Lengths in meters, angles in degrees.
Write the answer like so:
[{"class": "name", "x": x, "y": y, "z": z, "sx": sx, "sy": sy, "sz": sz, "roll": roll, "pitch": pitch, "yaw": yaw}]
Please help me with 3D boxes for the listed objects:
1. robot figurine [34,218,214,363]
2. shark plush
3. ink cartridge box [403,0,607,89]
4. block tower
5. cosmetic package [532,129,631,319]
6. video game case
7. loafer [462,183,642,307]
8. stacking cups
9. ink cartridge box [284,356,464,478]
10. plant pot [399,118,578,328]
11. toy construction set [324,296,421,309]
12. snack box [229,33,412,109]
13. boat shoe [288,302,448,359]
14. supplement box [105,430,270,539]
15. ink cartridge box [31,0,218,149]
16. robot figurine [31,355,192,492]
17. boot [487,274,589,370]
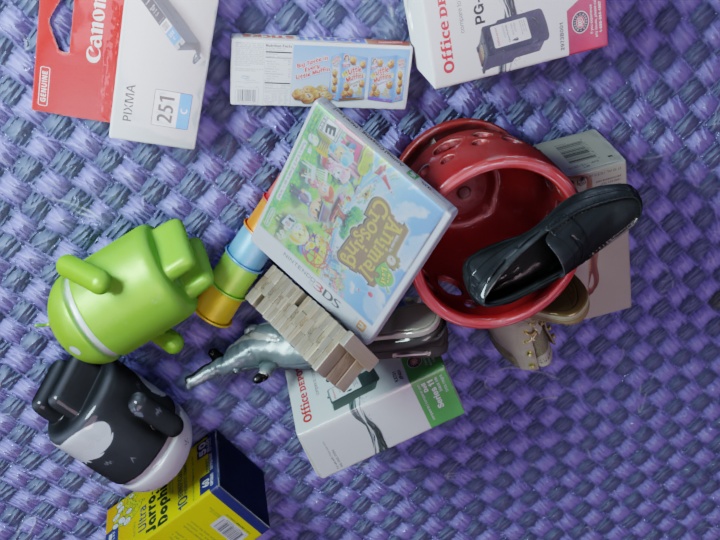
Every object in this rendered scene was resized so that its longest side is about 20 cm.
[{"class": "robot figurine", "x": -0.265, "y": 0.027, "z": 1.034, "sx": 0.198, "sy": 0.117, "sz": 0.176, "roll": -30, "pitch": 146, "yaw": 6}, {"class": "shark plush", "x": -0.121, "y": 0.101, "z": 1.120, "sx": 0.196, "sy": 0.084, "sz": 0.092, "roll": -8, "pitch": 131, "yaw": -6}, {"class": "ink cartridge box", "x": 0.149, "y": -0.291, "z": 0.959, "sx": 0.197, "sy": 0.085, "sz": 0.147, "roll": -15, "pitch": 121, "yaw": -3}, {"class": "block tower", "x": -0.061, "y": 0.062, "z": 1.020, "sx": 0.058, "sy": 0.199, "sz": 0.054, "roll": -49, "pitch": 129, "yaw": -5}, {"class": "cosmetic package", "x": 0.269, "y": -0.053, "z": 1.111, "sx": 0.086, "sy": 0.104, "sz": 0.203, "roll": -14, "pitch": 120, "yaw": -3}, {"class": "video game case", "x": -0.015, "y": -0.046, "z": 0.953, "sx": 0.182, "sy": 0.022, "sz": 0.201, "roll": 41, "pitch": 129, "yaw": 11}, {"class": "loafer", "x": 0.199, "y": -0.020, "z": 0.922, "sx": 0.198, "sy": 0.071, "sz": 0.069, "roll": -28, "pitch": 120, "yaw": 3}, {"class": "stacking cups", "x": -0.126, "y": -0.027, "z": 1.065, "sx": 0.060, "sy": 0.061, "sz": 0.201, "roll": 26, "pitch": 111, "yaw": -24}, {"class": "ink cartridge box", "x": 0.012, "y": 0.149, "z": 1.146, "sx": 0.198, "sy": 0.147, "sz": 0.084, "roll": -26, "pitch": 121, "yaw": 2}, {"class": "plant pot", "x": 0.130, "y": -0.067, "z": 1.026, "sx": 0.197, "sy": 0.183, "sz": 0.203, "roll": -5, "pitch": 121, "yaw": -9}, {"class": "toy construction set", "x": 0.000, "y": 0.000, "z": 1.097, "sx": 0.130, "sy": 0.092, "sz": 0.202, "roll": -29, "pitch": 110, "yaw": 5}, {"class": "snack box", "x": -0.043, "y": -0.216, "z": 0.997, "sx": 0.196, "sy": 0.024, "sz": 0.073, "roll": 0, "pitch": 118, "yaw": -12}, {"class": "boat shoe", "x": 0.007, "y": 0.081, "z": 1.056, "sx": 0.197, "sy": 0.067, "sz": 0.058, "roll": -6, "pitch": 129, "yaw": 23}, {"class": "supplement box", "x": -0.232, "y": 0.332, "z": 1.218, "sx": 0.199, "sy": 0.109, "sz": 0.110, "roll": -37, "pitch": 120, "yaw": 10}, {"class": "ink cartridge box", "x": -0.241, "y": -0.235, "z": 0.933, "sx": 0.173, "sy": 0.045, "sz": 0.203, "roll": 6, "pitch": 117, "yaw": -17}, {"class": "robot figurine", "x": -0.296, "y": 0.183, "z": 1.114, "sx": 0.125, "sy": 0.150, "sz": 0.200, "roll": -48, "pitch": 120, "yaw": -1}, {"class": "boot", "x": 0.214, "y": 0.060, "z": 1.120, "sx": 0.072, "sy": 0.199, "sz": 0.156, "roll": -44, "pitch": 125, "yaw": -21}]
